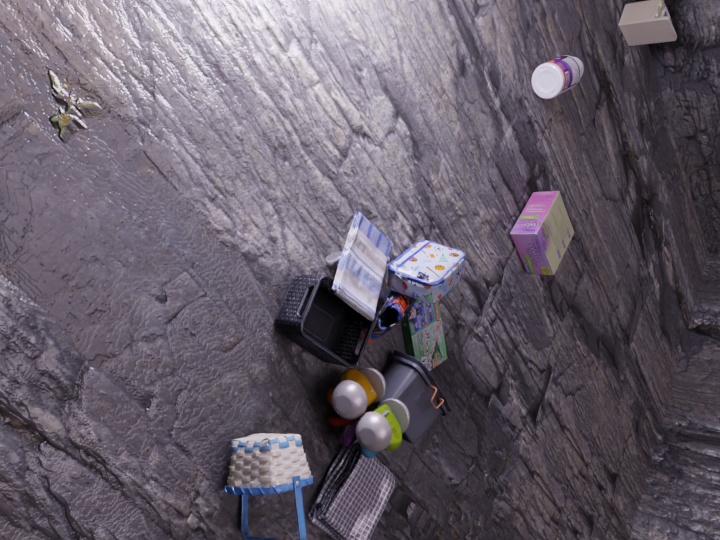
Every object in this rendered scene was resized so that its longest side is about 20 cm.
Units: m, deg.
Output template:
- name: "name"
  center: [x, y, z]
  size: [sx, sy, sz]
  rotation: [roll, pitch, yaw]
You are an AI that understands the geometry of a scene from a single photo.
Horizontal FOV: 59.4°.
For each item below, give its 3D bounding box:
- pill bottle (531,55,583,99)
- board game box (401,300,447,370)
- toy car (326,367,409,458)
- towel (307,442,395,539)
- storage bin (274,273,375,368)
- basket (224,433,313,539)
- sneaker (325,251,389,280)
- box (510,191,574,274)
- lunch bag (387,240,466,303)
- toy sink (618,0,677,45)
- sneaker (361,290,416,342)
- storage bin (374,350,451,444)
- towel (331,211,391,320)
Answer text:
- name: "pill bottle"
  center: [0.653, -0.640, 2.071]
  size: [0.199, 0.110, 0.114]
  rotation: [-32, 114, -41]
- name: "board game box"
  center: [0.168, 0.165, 1.665]
  size: [0.133, 0.029, 0.204]
  rotation: [-24, 109, -44]
- name: "toy car"
  center: [0.003, 0.327, 1.406]
  size: [0.201, 0.150, 0.174]
  rotation: [50, 21, 12]
- name: "towel"
  center: [-0.014, 0.520, 1.454]
  size: [0.166, 0.085, 0.202]
  rotation: [51, 58, -34]
- name: "storage bin"
  center: [-0.074, 0.109, 1.363]
  size: [0.199, 0.093, 0.137]
  rotation: [39, 65, -39]
- name: "basket"
  center: [-0.172, 0.420, 1.218]
  size: [0.138, 0.174, 0.205]
  rotation: [13, 72, -49]
- name: "sneaker"
  center: [0.000, 0.000, 1.445]
  size: [0.198, 0.074, 0.084]
  rotation: [5, 87, -47]
- name: "box"
  center: [0.587, -0.120, 2.031]
  size: [0.201, 0.095, 0.177]
  rotation: [-55, 128, -30]
- name: "lunch bag"
  center: [0.158, -0.001, 1.556]
  size: [0.199, 0.158, 0.077]
  rotation: [-34, 136, -46]
- name: "toy sink"
  center: [1.155, -0.991, 2.508]
  size: [0.130, 0.198, 0.114]
  rotation: [32, 77, -41]
- name: "sneaker"
  center: [0.081, 0.100, 1.521]
  size: [0.076, 0.078, 0.200]
  rotation: [51, 54, -9]
- name: "storage bin"
  center: [0.121, 0.325, 1.558]
  size: [0.135, 0.144, 0.201]
  rotation: [-46, 124, -21]
- name: "towel"
  center: [0.009, -0.009, 1.377]
  size: [0.147, 0.023, 0.203]
  rotation: [41, 55, -41]
